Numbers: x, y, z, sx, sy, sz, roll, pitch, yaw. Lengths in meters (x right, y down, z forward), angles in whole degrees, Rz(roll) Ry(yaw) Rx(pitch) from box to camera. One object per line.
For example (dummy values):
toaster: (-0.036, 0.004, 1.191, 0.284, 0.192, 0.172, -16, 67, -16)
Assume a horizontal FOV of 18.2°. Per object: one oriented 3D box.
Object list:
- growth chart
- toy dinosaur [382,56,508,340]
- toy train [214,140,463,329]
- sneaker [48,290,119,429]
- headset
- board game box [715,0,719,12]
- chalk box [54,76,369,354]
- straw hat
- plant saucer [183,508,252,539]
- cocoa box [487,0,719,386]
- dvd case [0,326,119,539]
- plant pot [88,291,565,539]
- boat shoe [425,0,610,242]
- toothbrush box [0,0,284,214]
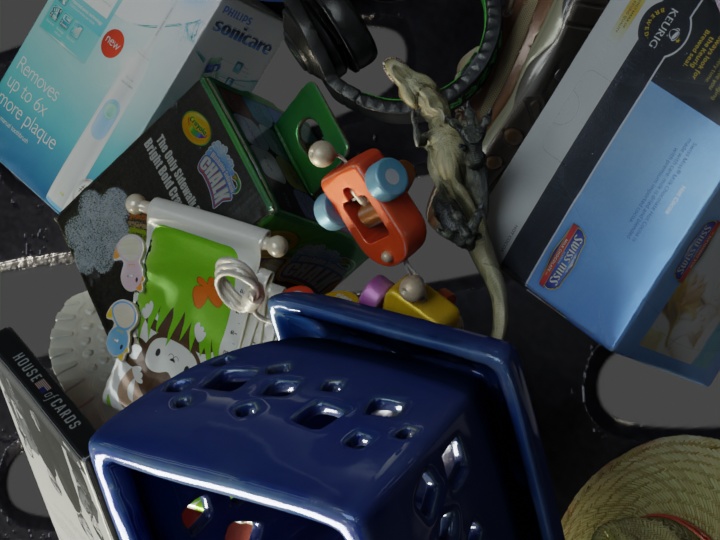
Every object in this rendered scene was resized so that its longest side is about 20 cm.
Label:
growth chart: (-0.107, 0.056, 1.426, 0.144, 0.018, 0.202, 6, 93, 30)
toy dinosaur: (0.058, -0.042, 1.277, 0.047, 0.088, 0.202, -13, 75, -4)
toy train: (0.000, 0.000, 1.316, 0.151, 0.056, 0.200, 53, 144, -3)
sneaker: (-0.170, 0.097, 1.568, 0.076, 0.081, 0.201, -12, 48, -2)
headset: (-0.002, -0.172, 1.425, 0.199, 0.094, 0.124, 35, 82, 11)
board game box: (0.276, -0.180, 1.245, 0.043, 0.198, 0.201, -49, 51, 52)
chalk box: (-0.082, -0.038, 1.507, 0.200, 0.124, 0.125, -40, 59, 20)
straw hat: (0.170, 0.190, 1.299, 0.200, 0.085, 0.203, -9, 75, 34)
plant saucer: (-0.064, 0.167, 1.456, 0.199, 0.036, 0.202, -34, 56, 58)
cocoa box: (0.185, -0.056, 1.316, 0.131, 0.133, 0.201, 38, 101, 35)
dvd case: (-0.184, 0.151, 1.493, 0.025, 0.201, 0.150, -30, 43, -18)
plant pot: (-0.003, 0.133, 1.239, 0.199, 0.201, 0.180, 13, 44, 38)
boat shoe: (0.097, -0.111, 1.434, 0.072, 0.076, 0.201, 30, 88, 39)
toothbrush box: (-0.166, -0.137, 1.612, 0.146, 0.085, 0.201, 40, 101, 34)
